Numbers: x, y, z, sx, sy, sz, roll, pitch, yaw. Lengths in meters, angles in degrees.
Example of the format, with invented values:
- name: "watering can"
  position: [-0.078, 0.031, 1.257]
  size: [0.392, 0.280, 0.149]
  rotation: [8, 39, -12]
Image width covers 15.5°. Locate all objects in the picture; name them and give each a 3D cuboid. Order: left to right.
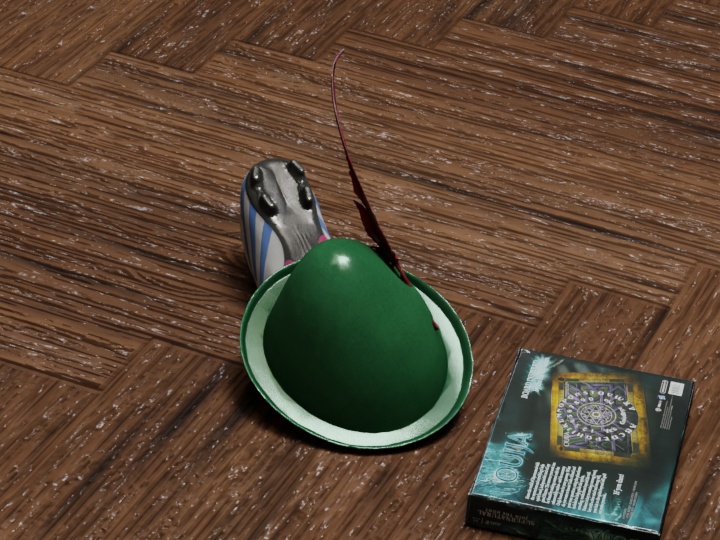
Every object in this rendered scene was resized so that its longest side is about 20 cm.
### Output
- name: "soccer cleat"
  position: [-0.045, 0.008, 2.004]
  size: [0.069, 0.087, 0.201]
  rotation: [-7, 56, -14]
- name: "hat"
  position: [0.000, 0.000, 1.852]
  size: [0.200, 0.177, 0.166]
  rotation: [36, 55, 17]
- name: "board game box"
  position: [0.157, 0.127, 1.867]
  size: [0.134, 0.028, 0.200]
  rotation: [11, 31, 9]
